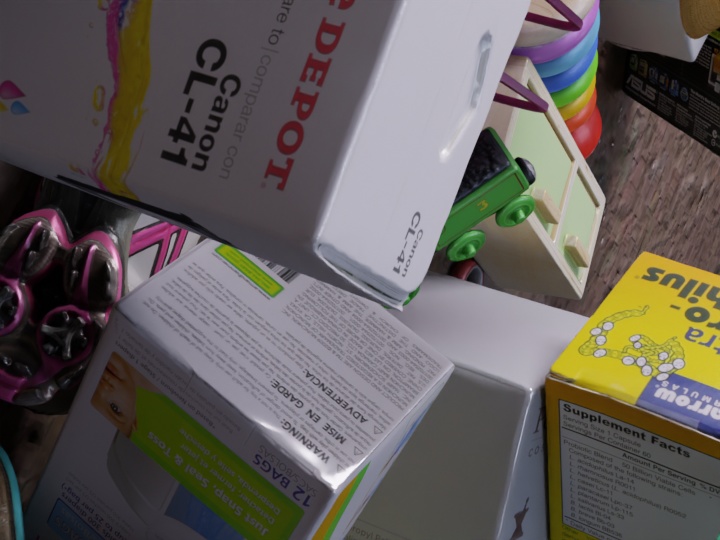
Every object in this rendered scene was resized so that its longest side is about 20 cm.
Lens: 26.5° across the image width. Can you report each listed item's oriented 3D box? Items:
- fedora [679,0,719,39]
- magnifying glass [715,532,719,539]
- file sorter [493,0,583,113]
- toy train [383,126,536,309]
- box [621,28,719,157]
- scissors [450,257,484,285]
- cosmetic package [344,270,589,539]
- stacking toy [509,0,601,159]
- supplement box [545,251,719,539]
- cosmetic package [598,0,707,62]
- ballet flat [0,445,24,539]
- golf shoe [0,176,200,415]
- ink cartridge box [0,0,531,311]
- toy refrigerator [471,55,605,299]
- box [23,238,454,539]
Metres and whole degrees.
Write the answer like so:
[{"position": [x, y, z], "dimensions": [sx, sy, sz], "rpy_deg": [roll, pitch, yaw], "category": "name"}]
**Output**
[{"position": [0.161, -0.213, 0.707], "dimensions": [0.201, 0.081, 0.202], "rpy_deg": [-48, 150, -39], "category": "fedora"}, {"position": [0.205, 0.121, 0.732], "dimensions": [0.200, 0.022, 0.080], "rpy_deg": [-35, 135, -48], "category": "magnifying glass"}, {"position": [0.054, -0.192, 0.743], "dimensions": [0.139, 0.124, 0.202], "rpy_deg": [17, 92, -62], "category": "file sorter"}, {"position": [0.000, 0.000, 0.755], "dimensions": [0.199, 0.042, 0.056], "rpy_deg": [-35, 151, 5], "category": "toy train"}, {"position": [0.259, -0.182, 1.052], "dimensions": [0.047, 0.200, 0.195], "rpy_deg": [-6, 117, -23], "category": "box"}, {"position": [0.069, 0.074, 1.051], "dimensions": [0.073, 0.014, 0.201], "rpy_deg": [-52, 147, -36], "category": "scissors"}, {"position": [0.039, 0.121, 0.862], "dimensions": [0.167, 0.165, 0.202], "rpy_deg": [-12, 116, -58], "category": "cosmetic package"}, {"position": [0.114, -0.129, 0.953], "dimensions": [0.086, 0.085, 0.200], "rpy_deg": [-61, 157, -17], "category": "stacking toy"}, {"position": [0.171, 0.111, 0.800], "dimensions": [0.110, 0.108, 0.202], "rpy_deg": [-45, 142, -38], "category": "supplement box"}, {"position": [0.166, -0.227, 0.949], "dimensions": [0.074, 0.101, 0.200], "rpy_deg": [-59, 151, -18], "category": "cosmetic package"}, {"position": [-0.177, 0.164, 0.627], "dimensions": [0.072, 0.068, 0.202], "rpy_deg": [-14, 124, -34], "category": "ballet flat"}, {"position": [-0.097, -0.035, 0.639], "dimensions": [0.201, 0.072, 0.092], "rpy_deg": [-62, 170, -6], "category": "golf shoe"}, {"position": [-0.055, -0.092, 0.530], "dimensions": [0.085, 0.198, 0.149], "rpy_deg": [28, 82, -61], "category": "ink cartridge box"}, {"position": [0.097, -0.054, 0.949], "dimensions": [0.200, 0.069, 0.077], "rpy_deg": [47, 56, -59], "category": "toy refrigerator"}, {"position": [-0.064, 0.094, 0.642], "dimensions": [0.101, 0.112, 0.201], "rpy_deg": [-40, 164, -51], "category": "box"}]
